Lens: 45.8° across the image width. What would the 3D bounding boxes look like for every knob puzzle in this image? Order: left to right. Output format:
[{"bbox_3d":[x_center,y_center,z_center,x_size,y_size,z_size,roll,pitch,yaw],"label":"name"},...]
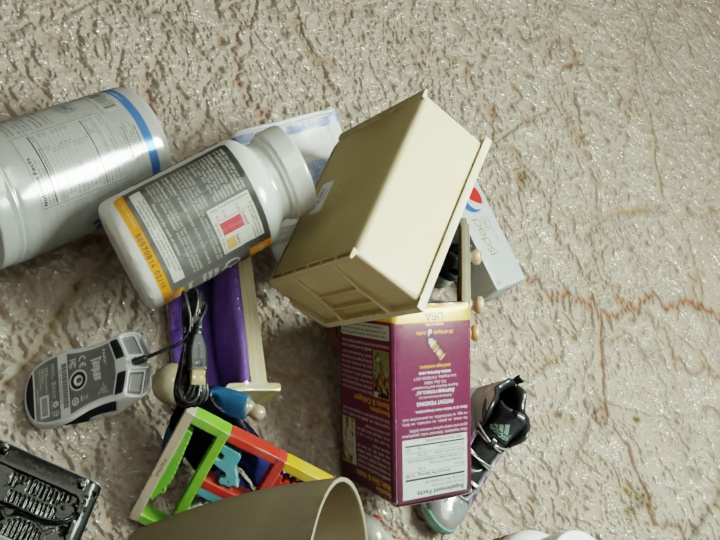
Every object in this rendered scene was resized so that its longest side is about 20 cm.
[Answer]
[{"bbox_3d":[0.130,0.045,1.006,0.030,0.221,0.224,1,60,5],"label":"knob puzzle"}]

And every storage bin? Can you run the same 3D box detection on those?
[{"bbox_3d":[0.011,-0.057,0.891,0.093,0.197,0.203,34,66,-23],"label":"storage bin"}]

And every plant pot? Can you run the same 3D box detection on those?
[{"bbox_3d":[-0.109,0.276,0.746,0.195,0.188,0.191,-2,57,16],"label":"plant pot"}]

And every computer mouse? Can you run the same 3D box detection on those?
[{"bbox_3d":[-0.228,0.097,0.809,0.044,0.196,0.112,45,29,-63],"label":"computer mouse"}]

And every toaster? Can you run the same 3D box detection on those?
[{"bbox_3d":[-0.329,0.236,0.678,0.178,0.118,0.203,28,53,-17],"label":"toaster"}]

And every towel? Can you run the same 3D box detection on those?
[{"bbox_3d":[-0.055,-0.086,0.991,0.144,0.024,0.204,-17,81,-27],"label":"towel"}]

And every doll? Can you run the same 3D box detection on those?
[{"bbox_3d":[-0.140,0.178,0.842,0.202,0.135,0.049,55,13,-13],"label":"doll"}]

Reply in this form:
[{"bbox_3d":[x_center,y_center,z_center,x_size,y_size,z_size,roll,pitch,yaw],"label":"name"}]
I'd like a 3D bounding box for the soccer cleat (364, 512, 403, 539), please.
[{"bbox_3d":[0.030,0.347,0.896,0.077,0.069,0.202,-31,88,-37],"label":"soccer cleat"}]

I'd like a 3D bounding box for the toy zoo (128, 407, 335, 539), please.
[{"bbox_3d":[-0.107,0.227,0.820,0.197,0.133,0.021,28,16,-10],"label":"toy zoo"}]

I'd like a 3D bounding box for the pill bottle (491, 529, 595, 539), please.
[{"bbox_3d":[0.168,0.340,0.901,0.112,0.200,0.117,15,58,-26],"label":"pill bottle"}]

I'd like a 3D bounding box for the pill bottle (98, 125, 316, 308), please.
[{"bbox_3d":[-0.149,-0.058,0.849,0.197,0.116,0.118,-29,83,-16],"label":"pill bottle"}]

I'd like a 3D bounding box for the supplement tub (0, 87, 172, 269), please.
[{"bbox_3d":[-0.303,-0.097,0.861,0.198,0.132,0.133,-30,84,-39],"label":"supplement tub"}]

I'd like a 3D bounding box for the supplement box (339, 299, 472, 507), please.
[{"bbox_3d":[0.047,0.134,0.924,0.101,0.130,0.205,-1,92,-28],"label":"supplement box"}]

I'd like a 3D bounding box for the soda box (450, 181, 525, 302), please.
[{"bbox_3d":[0.145,-0.057,1.177,0.063,0.068,0.203,-17,77,-38],"label":"soda box"}]

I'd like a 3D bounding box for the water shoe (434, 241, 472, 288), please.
[{"bbox_3d":[0.069,-0.064,1.102,0.199,0.078,0.072,42,24,-26],"label":"water shoe"}]

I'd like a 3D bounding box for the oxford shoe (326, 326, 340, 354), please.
[{"bbox_3d":[0.000,0.000,1.046,0.069,0.075,0.204,10,60,-26],"label":"oxford shoe"}]

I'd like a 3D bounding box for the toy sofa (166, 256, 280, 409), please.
[{"bbox_3d":[-0.154,0.050,0.914,0.096,0.083,0.204,5,64,-32],"label":"toy sofa"}]

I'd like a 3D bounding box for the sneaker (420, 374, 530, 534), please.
[{"bbox_3d":[0.144,0.203,0.994,0.077,0.140,0.202,34,52,-13],"label":"sneaker"}]
